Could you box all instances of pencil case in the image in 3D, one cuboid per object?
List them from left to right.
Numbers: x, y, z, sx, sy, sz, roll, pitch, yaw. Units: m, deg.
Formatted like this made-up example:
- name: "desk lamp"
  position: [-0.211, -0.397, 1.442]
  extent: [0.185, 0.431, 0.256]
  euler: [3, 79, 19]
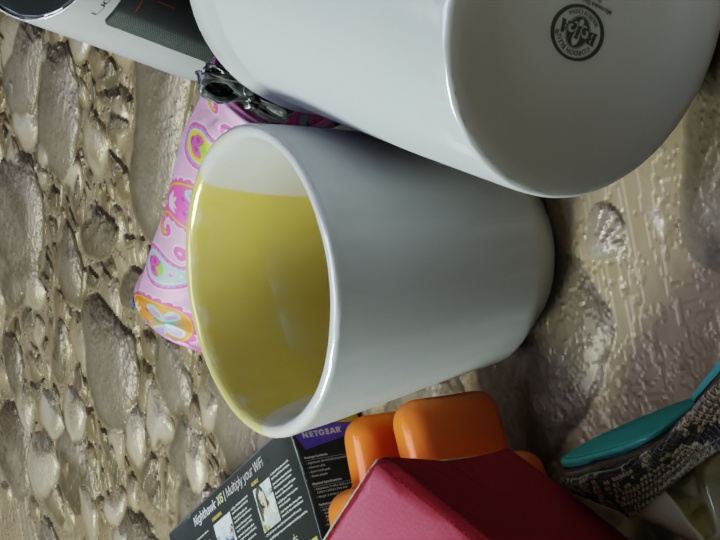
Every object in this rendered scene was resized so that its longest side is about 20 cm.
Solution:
- name: "pencil case"
  position: [-0.078, -0.041, 1.165]
  extent: [0.088, 0.087, 0.201]
  euler: [59, 142, 33]

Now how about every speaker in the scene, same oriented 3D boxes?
- name: "speaker"
  position: [-0.135, -0.165, 1.113]
  extent: [0.081, 0.200, 0.082]
  euler: [-2, 84, 22]

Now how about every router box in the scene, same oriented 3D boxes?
- name: "router box"
  position: [-0.041, 0.199, 1.184]
  extent: [0.200, 0.052, 0.158]
  euler: [-44, 59, 53]

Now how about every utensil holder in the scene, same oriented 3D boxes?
- name: "utensil holder"
  position: [0.040, -0.132, 0.876]
  extent: [0.200, 0.169, 0.171]
  euler: [29, 120, 51]

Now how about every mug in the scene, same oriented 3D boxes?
- name: "mug"
  position: [0.003, -0.007, 0.975]
  extent: [0.186, 0.152, 0.151]
  euler: [21, 115, 55]

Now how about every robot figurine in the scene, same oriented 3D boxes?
- name: "robot figurine"
  position: [0.050, 0.165, 0.972]
  extent: [0.117, 0.143, 0.202]
  euler: [35, -139, -78]

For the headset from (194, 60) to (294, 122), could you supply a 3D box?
- name: "headset"
  position: [-0.053, -0.181, 1.074]
  extent: [0.123, 0.093, 0.202]
  euler: [-19, 66, 48]

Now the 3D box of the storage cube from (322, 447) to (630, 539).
- name: "storage cube"
  position: [0.056, 0.199, 0.813]
  extent: [0.179, 0.171, 0.201]
  euler: [38, 101, 20]

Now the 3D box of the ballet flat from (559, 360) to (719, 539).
- name: "ballet flat"
  position: [0.158, 0.075, 0.833]
  extent: [0.076, 0.068, 0.200]
  euler: [57, 141, 10]

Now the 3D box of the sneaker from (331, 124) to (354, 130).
- name: "sneaker"
  position: [-0.043, 0.000, 1.116]
  extent: [0.081, 0.083, 0.201]
  euler: [50, 137, 41]
